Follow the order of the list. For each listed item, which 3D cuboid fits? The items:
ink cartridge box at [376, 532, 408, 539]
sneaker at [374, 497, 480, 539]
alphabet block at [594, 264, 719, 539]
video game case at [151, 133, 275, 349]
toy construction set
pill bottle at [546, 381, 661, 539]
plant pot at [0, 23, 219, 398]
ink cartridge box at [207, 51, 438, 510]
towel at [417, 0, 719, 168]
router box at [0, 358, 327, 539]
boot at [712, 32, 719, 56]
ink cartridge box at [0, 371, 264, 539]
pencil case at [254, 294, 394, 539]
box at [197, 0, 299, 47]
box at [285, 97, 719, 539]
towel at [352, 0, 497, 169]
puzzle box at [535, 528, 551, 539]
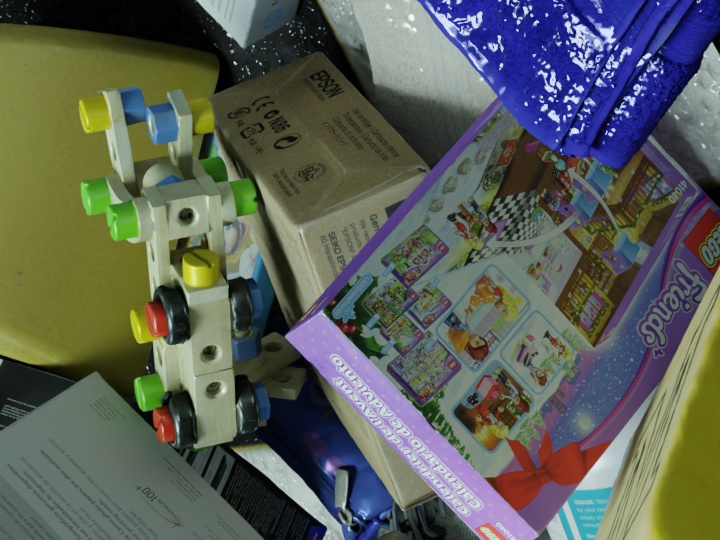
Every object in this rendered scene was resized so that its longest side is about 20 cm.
[{"bbox_3d":[0.039,0.240,1.588,0.200,0.075,0.165,37,145,-16],"label":"ink cartridge box"},{"bbox_3d":[0.048,0.144,1.589,0.200,0.085,0.077,78,-171,-50],"label":"sneaker"},{"bbox_3d":[0.201,0.118,1.228,0.195,0.196,0.200,20,144,2],"label":"alphabet block"},{"bbox_3d":[-0.105,-0.027,1.680,0.200,0.018,0.143,12,86,52],"label":"video game case"},{"bbox_3d":[-0.085,0.013,1.499,0.131,0.092,0.200,-124,12,-53],"label":"toy construction set"},{"bbox_3d":[0.143,0.109,1.444,0.111,0.111,0.200,10,126,52],"label":"pill bottle"},{"bbox_3d":[-0.224,-0.052,1.675,0.200,0.176,0.200,6,80,53],"label":"plant pot"},{"bbox_3d":[0.000,0.000,1.503,0.200,0.075,0.165,-128,15,-62],"label":"ink cartridge box"},{"bbox_3d":[0.093,-0.147,1.199,0.148,0.050,0.200,47,137,13],"label":"towel"},{"bbox_3d":[-0.140,0.110,1.658,0.200,0.052,0.157,15,163,35],"label":"router box"},{"bbox_3d":[0.135,-0.150,1.248,0.162,0.073,0.198,59,146,-2],"label":"boot"},{"bbox_3d":[-0.133,0.175,1.458,0.200,0.176,0.084,44,139,17],"label":"ink cartridge box"},{"bbox_3d":[-0.030,0.073,1.685,0.200,0.087,0.078,49,124,13],"label":"pencil case"},{"bbox_3d":[-0.098,-0.234,1.540,0.200,0.041,0.156,47,149,18],"label":"box"},{"bbox_3d":[0.076,0.010,1.333,0.137,0.200,0.039,46,146,-6],"label":"box"},{"bbox_3d":[0.056,-0.092,1.455,0.133,0.034,0.200,24,137,45],"label":"towel"},{"bbox_3d":[0.141,0.215,1.527,0.025,0.133,0.200,-23,98,54],"label":"puzzle box"}]
